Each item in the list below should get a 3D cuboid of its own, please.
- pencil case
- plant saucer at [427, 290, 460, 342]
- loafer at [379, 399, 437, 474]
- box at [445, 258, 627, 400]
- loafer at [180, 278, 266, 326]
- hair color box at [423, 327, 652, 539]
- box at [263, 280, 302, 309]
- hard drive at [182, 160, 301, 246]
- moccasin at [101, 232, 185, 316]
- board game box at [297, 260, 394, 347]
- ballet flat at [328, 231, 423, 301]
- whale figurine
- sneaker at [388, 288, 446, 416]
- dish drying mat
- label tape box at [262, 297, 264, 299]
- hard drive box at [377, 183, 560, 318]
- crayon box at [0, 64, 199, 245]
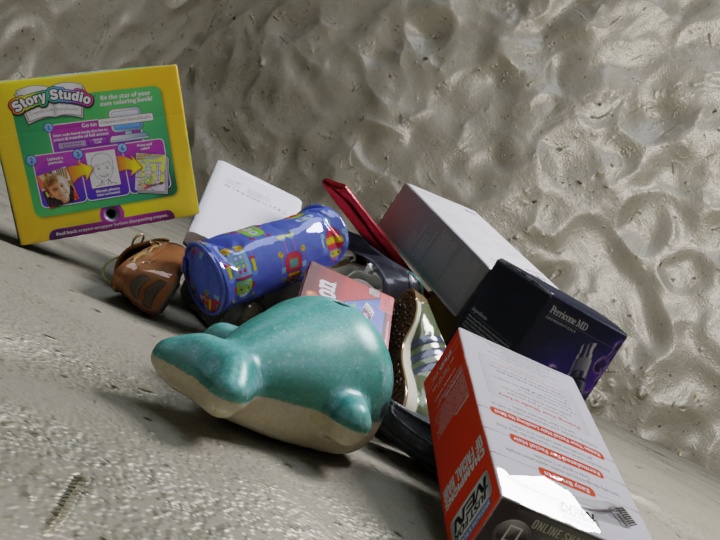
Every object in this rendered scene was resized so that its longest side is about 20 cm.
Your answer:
[{"bbox_3d":[-0.103,-0.018,0.810,0.087,0.078,0.200,24,32,34],"label":"pencil case"},{"bbox_3d":[0.115,0.085,0.988,0.199,0.049,0.200,-14,36,-19],"label":"plant saucer"},{"bbox_3d":[0.107,0.154,0.628,0.200,0.071,0.068,26,-1,2],"label":"loafer"},{"bbox_3d":[0.183,0.111,0.851,0.148,0.200,0.104,24,11,-33],"label":"box"},{"bbox_3d":[-0.165,0.032,0.897,0.070,0.075,0.200,30,7,-31],"label":"loafer"},{"bbox_3d":[0.112,0.129,0.506,0.111,0.064,0.200,24,20,-9],"label":"hair color box"},{"bbox_3d":[-0.045,0.068,0.907,0.124,0.098,0.200,25,0,-19],"label":"box"},{"bbox_3d":[-0.145,-0.064,0.949,0.132,0.025,0.200,26,29,-15],"label":"hard drive"},{"bbox_3d":[-0.239,-0.002,0.810,0.078,0.074,0.201,33,8,-14],"label":"moccasin"},{"bbox_3d":[-0.022,0.069,0.722,0.103,0.019,0.200,24,32,-8],"label":"board game box"},{"bbox_3d":[0.000,0.000,0.945,0.073,0.073,0.200,24,6,-38],"label":"ballet flat"},{"bbox_3d":[-0.052,0.064,0.528,0.159,0.104,0.200,26,1,32],"label":"whale figurine"},{"bbox_3d":[0.065,0.108,0.756,0.090,0.067,0.200,36,30,-17],"label":"sneaker"},{"bbox_3d":[0.019,-0.039,0.979,0.200,0.018,0.077,51,-9,-27],"label":"dish drying mat"},{"bbox_3d":[-0.117,0.002,1.061,0.199,0.144,0.066,25,14,-14],"label":"label tape box"},{"bbox_3d":[0.140,-0.016,0.971,0.156,0.077,0.200,16,26,-41],"label":"hard drive box"},{"bbox_3d":[-0.296,-0.134,0.826,0.199,0.173,0.058,-13,17,-23],"label":"crayon box"}]
